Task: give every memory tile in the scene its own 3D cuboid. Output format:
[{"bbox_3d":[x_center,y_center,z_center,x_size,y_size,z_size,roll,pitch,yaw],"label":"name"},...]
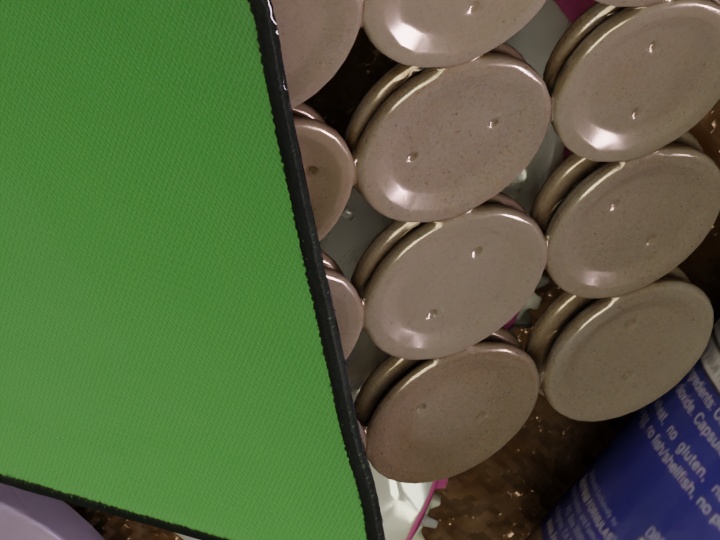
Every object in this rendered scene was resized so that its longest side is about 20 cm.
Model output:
[{"bbox_3d":[0.020,-0.018,0.715,0.153,0.017,0.201,-19,141,-16],"label":"memory tile"}]

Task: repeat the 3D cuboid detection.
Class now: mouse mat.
[{"bbox_3d":[-0.077,-0.009,0.684,0.160,0.008,0.201,14,141,23],"label":"mouse mat"}]

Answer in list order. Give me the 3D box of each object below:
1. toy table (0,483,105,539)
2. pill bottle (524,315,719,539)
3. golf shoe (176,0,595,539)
[{"bbox_3d":[-0.138,0.122,0.795,0.199,0.117,0.184,14,125,-26],"label":"toy table"},{"bbox_3d":[0.143,0.049,0.812,0.120,0.120,0.200,37,103,-15],"label":"pill bottle"},{"bbox_3d":[0.000,0.000,0.813,0.091,0.075,0.201,22,107,-7],"label":"golf shoe"}]
